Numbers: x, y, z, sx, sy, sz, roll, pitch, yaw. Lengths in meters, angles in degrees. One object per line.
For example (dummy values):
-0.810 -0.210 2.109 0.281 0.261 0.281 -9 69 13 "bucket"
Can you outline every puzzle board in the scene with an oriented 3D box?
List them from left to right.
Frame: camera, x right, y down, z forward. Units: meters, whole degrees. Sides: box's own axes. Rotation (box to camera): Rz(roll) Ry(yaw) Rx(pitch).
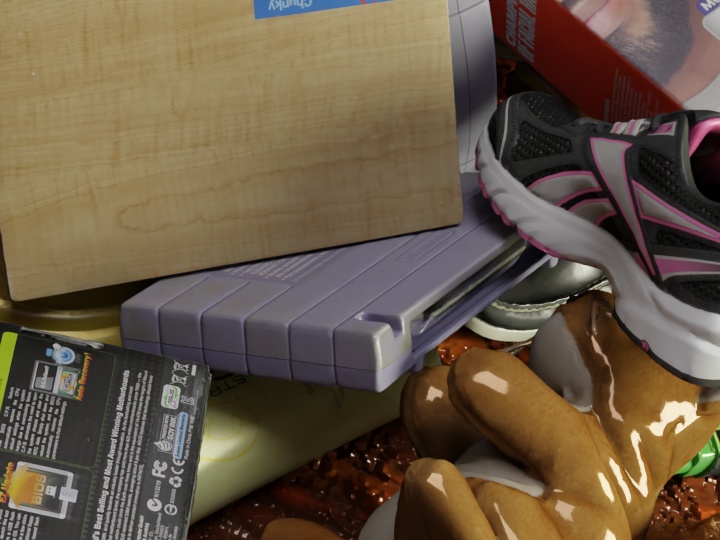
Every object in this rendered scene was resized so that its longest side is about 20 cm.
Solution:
-0.058 -0.076 1.014 0.199 0.151 0.017 -10 20 -15 "puzzle board"

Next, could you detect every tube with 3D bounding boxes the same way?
-0.059 0.070 1.039 0.200 0.052 0.058 -23 20 -24 "tube"

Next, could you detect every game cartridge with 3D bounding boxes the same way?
0.000 0.000 1.060 0.129 0.038 0.200 2 20 31 "game cartridge"
0.020 -0.126 1.131 0.041 0.200 0.133 -20 59 -8 "game cartridge"

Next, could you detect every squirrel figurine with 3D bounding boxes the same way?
0.096 0.109 1.004 0.200 0.142 0.187 49 55 2 "squirrel figurine"

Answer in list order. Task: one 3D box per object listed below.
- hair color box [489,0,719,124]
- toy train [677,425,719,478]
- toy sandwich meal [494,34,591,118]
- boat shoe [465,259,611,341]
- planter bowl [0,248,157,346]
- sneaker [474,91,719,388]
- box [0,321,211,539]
0.143 -0.114 1.088 0.111 0.064 0.200 -37 62 -20 "hair color box"
0.146 0.068 1.115 0.200 0.042 0.057 -8 67 -23 "toy train"
0.126 -0.113 1.209 0.205 0.070 0.205 -4 22 2 "toy sandwich meal"
0.122 -0.026 1.167 0.200 0.068 0.072 -22 63 -30 "boat shoe"
-0.137 -0.041 1.079 0.200 0.084 0.201 9 50 -11 "planter bowl"
0.126 -0.033 1.012 0.080 0.087 0.200 10 23 -37 "sneaker"
-0.162 0.104 0.908 0.193 0.048 0.200 10 49 -6 "box"
